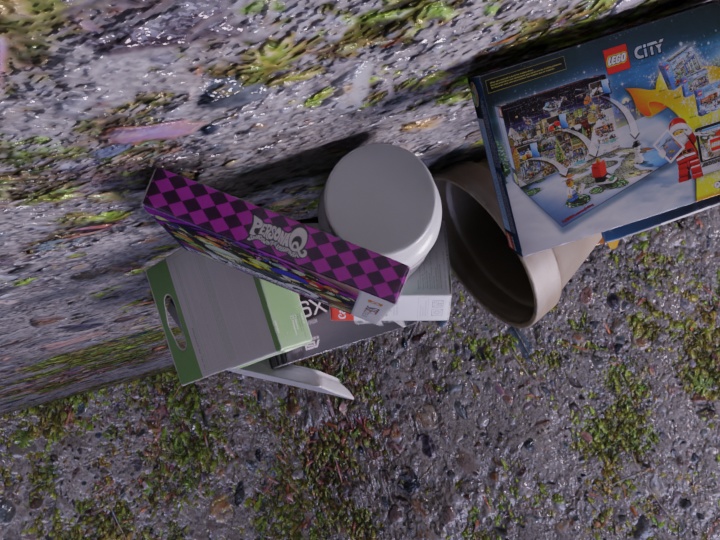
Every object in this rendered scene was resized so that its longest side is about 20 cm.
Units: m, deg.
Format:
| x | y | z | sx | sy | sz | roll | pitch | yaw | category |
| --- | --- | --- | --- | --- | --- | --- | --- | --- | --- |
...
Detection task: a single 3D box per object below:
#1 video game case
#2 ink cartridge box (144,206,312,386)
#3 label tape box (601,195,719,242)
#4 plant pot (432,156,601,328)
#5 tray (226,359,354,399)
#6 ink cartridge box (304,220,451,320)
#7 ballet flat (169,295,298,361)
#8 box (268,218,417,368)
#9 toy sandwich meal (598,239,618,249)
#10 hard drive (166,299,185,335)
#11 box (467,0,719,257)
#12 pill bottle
| x | y | z | sx | sy | sz | roll | pitch | yaw | category |
| --- | --- | --- | --- | --- | --- | --- | --- | --- | --- |
| -0.064 | -0.012 | 0.620 | 0.198 | 0.036 | 0.181 | 22 | 171 | 0 | video game case |
| -0.147 | 0.034 | 0.805 | 0.048 | 0.147 | 0.199 | -14 | 174 | -44 | ink cartridge box |
| 0.287 | -0.125 | 0.643 | 0.199 | 0.146 | 0.063 | -22 | 173 | 36 | label tape box |
| 0.196 | -0.065 | 0.862 | 0.173 | 0.201 | 0.200 | -34 | 178 | -15 | plant pot |
| -0.112 | 0.124 | 0.934 | 0.198 | 0.022 | 0.107 | 9 | 168 | 24 | tray |
| 0.000 | 0.000 | 0.848 | 0.198 | 0.110 | 0.051 | -1 | 141 | 2 | ink cartridge box |
| -0.154 | 0.057 | 0.948 | 0.199 | 0.073 | 0.072 | 28 | 172 | 0 | ballet flat |
| -0.039 | 0.016 | 0.918 | 0.199 | 0.159 | 0.050 | -13 | 173 | -36 | box |
| 0.284 | -0.048 | 1.037 | 0.203 | 0.071 | 0.205 | -11 | 172 | -2 | toy sandwich meal |
| -0.205 | 0.086 | 1.086 | 0.131 | 0.026 | 0.200 | 24 | 177 | -21 | hard drive |
| 0.193 | -0.106 | 0.561 | 0.198 | 0.138 | 0.038 | -17 | -167 | -2 | box |
| 0.018 | -0.048 | 0.710 | 0.112 | 0.114 | 0.200 | -17 | 173 | -1 | pill bottle |
